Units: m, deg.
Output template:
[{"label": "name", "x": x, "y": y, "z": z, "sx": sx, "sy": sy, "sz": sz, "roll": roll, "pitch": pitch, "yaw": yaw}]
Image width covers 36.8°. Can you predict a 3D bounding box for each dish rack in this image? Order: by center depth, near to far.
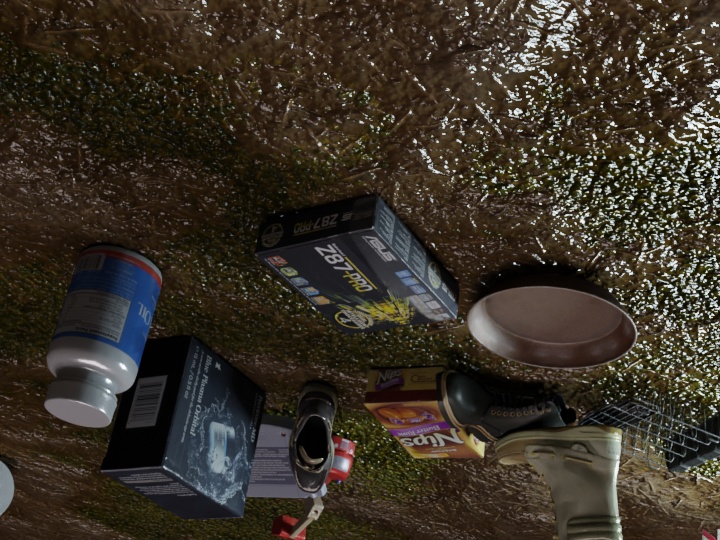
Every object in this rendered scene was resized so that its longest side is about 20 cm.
[{"label": "dish rack", "x": 0.396, "y": 0.210, "z": 1.454, "sx": 0.197, "sy": 0.055, "sz": 0.154, "roll": 21, "pitch": 148, "yaw": -14}]

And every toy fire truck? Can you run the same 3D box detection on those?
[{"label": "toy fire truck", "x": -0.079, "y": 0.364, "z": 1.792, "sx": 0.048, "sy": 0.143, "sz": 0.200, "roll": 21, "pitch": 150, "yaw": -19}]

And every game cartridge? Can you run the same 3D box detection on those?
[{"label": "game cartridge", "x": -0.154, "y": 0.298, "z": 1.738, "sx": 0.197, "sy": 0.041, "sz": 0.135, "roll": -4, "pitch": 111, "yaw": 28}]

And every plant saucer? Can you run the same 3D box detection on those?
[{"label": "plant saucer", "x": 0.223, "y": 0.056, "z": 1.264, "sx": 0.196, "sy": 0.035, "sz": 0.201, "roll": 8, "pitch": 151, "yaw": 4}]

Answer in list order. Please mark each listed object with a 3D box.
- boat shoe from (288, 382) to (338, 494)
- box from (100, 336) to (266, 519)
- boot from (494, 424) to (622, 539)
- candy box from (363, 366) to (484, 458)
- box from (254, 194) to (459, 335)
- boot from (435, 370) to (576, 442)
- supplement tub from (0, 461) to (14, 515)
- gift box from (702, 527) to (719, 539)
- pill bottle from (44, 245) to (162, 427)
[{"label": "boat shoe", "x": -0.077, "y": 0.263, "z": 1.614, "sx": 0.073, "sy": 0.074, "sz": 0.203, "roll": 7, "pitch": 124, "yaw": 6}, {"label": "box", "x": -0.248, "y": 0.231, "z": 1.562, "sx": 0.116, "sy": 0.200, "sz": 0.200, "roll": -8, "pitch": 146, "yaw": 29}, {"label": "boot", "x": 0.260, "y": 0.291, "z": 1.437, "sx": 0.071, "sy": 0.158, "sz": 0.198, "roll": 16, "pitch": 158, "yaw": -41}, {"label": "candy box", "x": 0.097, "y": 0.207, "z": 1.549, "sx": 0.115, "sy": 0.057, "sz": 0.200, "roll": -5, "pitch": 148, "yaw": 25}, {"label": "box", "x": 0.000, "y": 0.000, "z": 1.227, "sx": 0.159, "sy": 0.050, "sz": 0.200, "roll": -12, "pitch": 143, "yaw": 29}, {"label": "boot", "x": 0.194, "y": 0.172, "z": 1.449, "sx": 0.136, "sy": 0.079, "sz": 0.199, "roll": -12, "pitch": 157, "yaw": 27}, {"label": "supplement tub", "x": -0.803, "y": 0.455, "z": 2.198, "sx": 0.144, "sy": 0.147, "sz": 0.198, "roll": 31, "pitch": 145, "yaw": -32}, {"label": "gift box", "x": 0.650, "y": 0.487, "z": 1.725, "sx": 0.181, "sy": 0.204, "sz": 0.186, "roll": -8, "pitch": 162, "yaw": 24}, {"label": "pill bottle", "x": -0.318, "y": 0.082, "z": 1.322, "sx": 0.110, "sy": 0.203, "sz": 0.113, "roll": 8, "pitch": 152, "yaw": 4}]
